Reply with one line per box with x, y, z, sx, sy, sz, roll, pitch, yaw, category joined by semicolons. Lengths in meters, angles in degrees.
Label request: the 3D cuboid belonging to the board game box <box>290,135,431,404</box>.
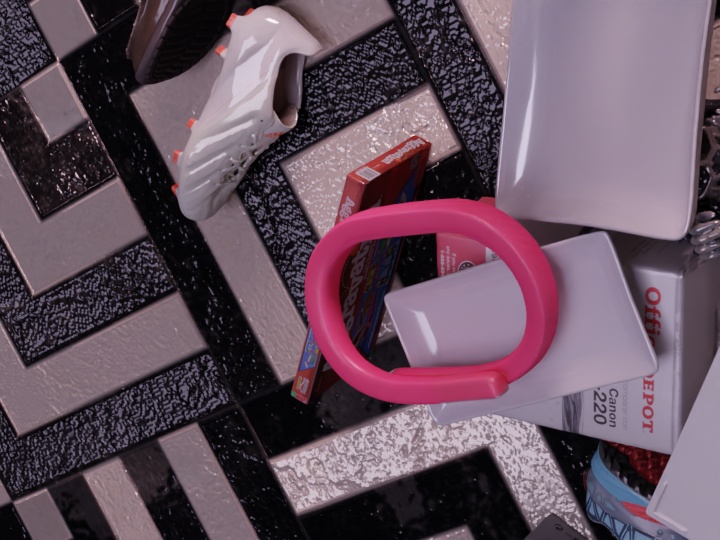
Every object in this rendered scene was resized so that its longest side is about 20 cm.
0.000;0.000;1.454;0.019;0.103;0.201;28;123;21;board game box

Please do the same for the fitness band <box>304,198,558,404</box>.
0.049;0.022;1.344;0.199;0.037;0.145;-6;103;35;fitness band

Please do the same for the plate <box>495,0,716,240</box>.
0.170;-0.128;1.272;0.199;0.032;0.201;11;97;55;plate

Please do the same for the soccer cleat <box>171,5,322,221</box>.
-0.092;-0.114;1.494;0.077;0.069;0.201;32;121;15;soccer cleat

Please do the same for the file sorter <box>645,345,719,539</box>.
0.309;0.099;1.274;0.138;0.124;0.201;30;124;19;file sorter

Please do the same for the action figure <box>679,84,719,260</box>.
0.255;-0.070;1.254;0.199;0.102;0.120;6;100;32;action figure

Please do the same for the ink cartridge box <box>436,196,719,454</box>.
0.160;0.039;1.376;0.199;0.085;0.147;10;115;29;ink cartridge box

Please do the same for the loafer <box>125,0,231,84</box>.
-0.139;-0.239;1.477;0.071;0.073;0.201;42;123;25;loafer

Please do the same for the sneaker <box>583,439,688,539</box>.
0.250;0.206;1.405;0.200;0.079;0.096;43;140;20;sneaker

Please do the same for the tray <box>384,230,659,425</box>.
0.115;0.041;1.340;0.199;0.022;0.108;-17;97;38;tray

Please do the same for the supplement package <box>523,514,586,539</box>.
0.149;0.332;1.434;0.191;0.200;0.148;36;125;17;supplement package
